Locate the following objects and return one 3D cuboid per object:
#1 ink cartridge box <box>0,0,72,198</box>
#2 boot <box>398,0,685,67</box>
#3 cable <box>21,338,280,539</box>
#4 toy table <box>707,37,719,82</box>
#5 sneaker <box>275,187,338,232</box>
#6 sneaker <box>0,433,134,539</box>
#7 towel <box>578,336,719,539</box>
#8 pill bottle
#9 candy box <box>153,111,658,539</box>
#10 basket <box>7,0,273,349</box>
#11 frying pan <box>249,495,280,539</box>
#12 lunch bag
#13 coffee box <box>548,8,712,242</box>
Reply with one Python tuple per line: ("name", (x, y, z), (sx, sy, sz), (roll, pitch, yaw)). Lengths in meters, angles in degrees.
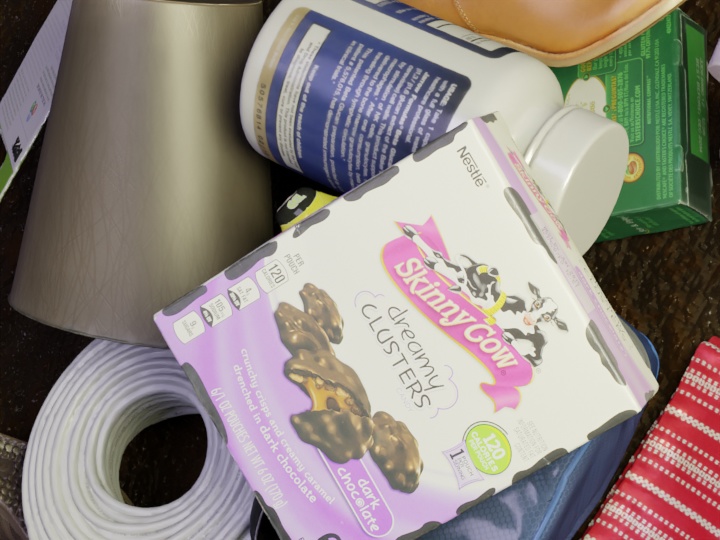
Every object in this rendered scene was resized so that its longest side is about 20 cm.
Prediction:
("ink cartridge box", (-0.176, -0.121, 1.413), (0.201, 0.076, 0.148), (-58, 23, 11))
("boot", (0.092, -0.190, 1.190), (0.199, 0.077, 0.156), (-17, 101, 43))
("cable", (-0.122, 0.122, 1.331), (0.200, 0.069, 0.200), (-43, 57, 2))
("toy table", (0.287, -0.116, 1.065), (0.184, 0.199, 0.118), (-166, 98, -79))
("sneaker", (0.000, 0.000, 1.227), (0.076, 0.200, 0.075), (43, 80, 15))
("sneaker", (-0.221, 0.157, 1.428), (0.199, 0.076, 0.071), (28, 66, 18))
("towel", (0.187, 0.153, 1.151), (0.144, 0.022, 0.201), (37, 100, 36))
("pill bottle", (0.042, -0.078, 1.166), (0.199, 0.111, 0.112), (26, 93, 26))
("candy box", (0.024, 0.041, 1.083), (0.199, 0.072, 0.168), (-31, 87, 17))
("basket", (-0.124, -0.069, 1.282), (0.179, 0.136, 0.201), (11, 103, 27))
("frying pan", (-0.017, 0.098, 1.234), (0.031, 0.115, 0.191), (33, 124, 32))
("lunch bag", (0.071, 0.096, 1.184), (0.136, 0.132, 0.201), (33, 100, 18))
("coffee box", (0.109, -0.075, 1.254), (0.199, 0.044, 0.124), (-11, 69, 33))
